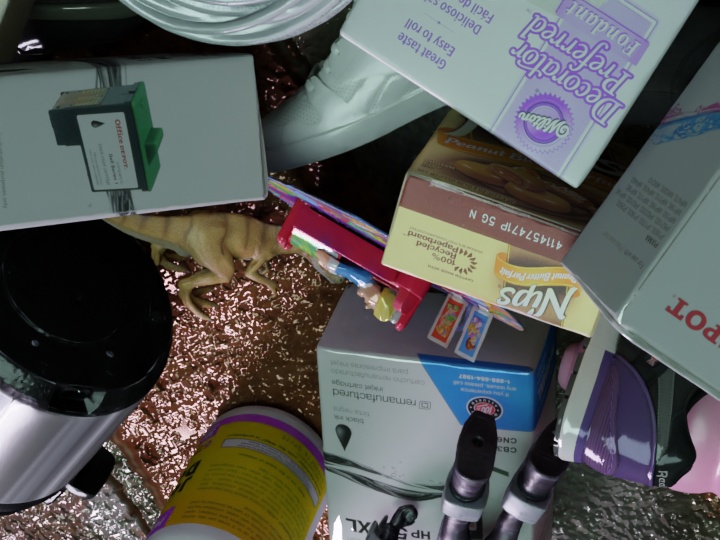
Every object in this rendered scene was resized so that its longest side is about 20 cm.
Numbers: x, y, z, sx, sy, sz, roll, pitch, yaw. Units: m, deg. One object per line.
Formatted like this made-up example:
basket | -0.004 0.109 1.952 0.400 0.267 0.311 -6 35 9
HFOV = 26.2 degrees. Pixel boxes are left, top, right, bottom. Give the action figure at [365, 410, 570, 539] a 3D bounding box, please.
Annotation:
action figure | 0.071 0.178 0.975 0.129 0.070 0.201 17 128 -3

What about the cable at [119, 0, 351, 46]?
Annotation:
cable | -0.067 -0.217 0.794 0.198 0.069 0.201 29 124 -5

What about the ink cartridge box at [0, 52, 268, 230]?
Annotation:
ink cartridge box | -0.167 -0.075 0.869 0.198 0.146 0.086 -8 101 -22

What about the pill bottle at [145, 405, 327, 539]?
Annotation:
pill bottle | -0.091 0.189 1.052 0.103 0.201 0.105 8 123 13

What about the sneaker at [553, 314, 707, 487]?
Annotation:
sneaker | 0.183 0.026 0.888 0.087 0.076 0.202 17 80 17

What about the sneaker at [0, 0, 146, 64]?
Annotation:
sneaker | -0.210 -0.140 0.978 0.197 0.075 0.107 1 131 20

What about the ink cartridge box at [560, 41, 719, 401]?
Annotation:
ink cartridge box | 0.211 -0.034 0.711 0.147 0.086 0.201 33 101 -21

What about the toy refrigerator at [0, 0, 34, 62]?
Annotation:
toy refrigerator | -0.202 -0.224 0.862 0.075 0.070 0.202 22 98 -3

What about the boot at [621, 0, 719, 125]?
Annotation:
boot | 0.183 -0.096 0.809 0.197 0.132 0.070 -12 119 9

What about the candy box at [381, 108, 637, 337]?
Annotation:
candy box | 0.088 -0.038 0.852 0.114 0.200 0.056 20 112 5

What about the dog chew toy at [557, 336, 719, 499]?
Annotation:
dog chew toy | 0.218 0.085 0.942 0.198 0.125 0.126 17 125 18

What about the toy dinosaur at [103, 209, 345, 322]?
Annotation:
toy dinosaur | -0.106 -0.021 0.997 0.198 0.061 0.106 6 146 -28

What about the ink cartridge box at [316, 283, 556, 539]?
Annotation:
ink cartridge box | 0.054 0.121 1.033 0.144 0.085 0.202 5 121 15

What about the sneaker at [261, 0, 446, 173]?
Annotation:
sneaker | 0.003 -0.142 0.902 0.198 0.074 0.116 -24 110 18

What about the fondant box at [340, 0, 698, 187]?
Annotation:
fondant box | 0.102 -0.164 0.765 0.143 0.058 0.201 32 102 3

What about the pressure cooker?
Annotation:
pressure cooker | -0.241 0.063 1.033 0.200 0.177 0.177 -47 57 37

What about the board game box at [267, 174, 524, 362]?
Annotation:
board game box | 0.000 0.000 0.916 0.157 0.039 0.199 33 176 -42
